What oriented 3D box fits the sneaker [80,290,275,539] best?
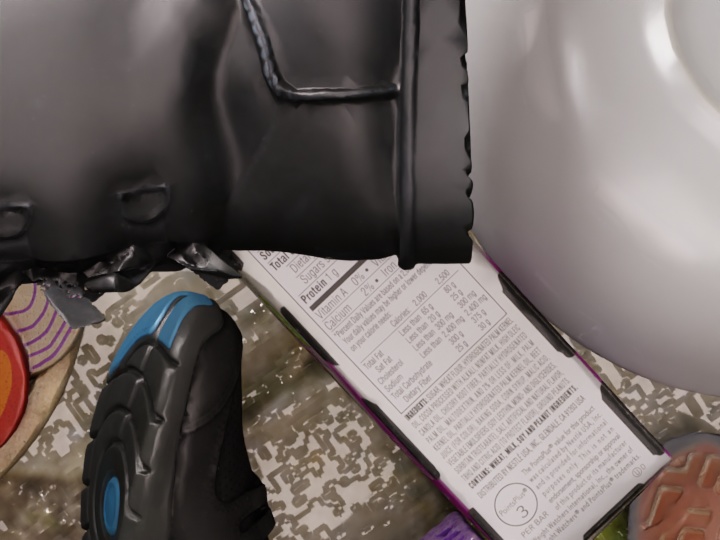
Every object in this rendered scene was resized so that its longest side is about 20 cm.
[{"bbox_3d":[-0.052,0.105,0.792,0.082,0.073,0.201,2,102,-18],"label":"sneaker"}]

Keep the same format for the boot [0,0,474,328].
[{"bbox_3d":[-0.052,-0.083,0.636,0.162,0.073,0.199,-2,94,-2],"label":"boot"}]

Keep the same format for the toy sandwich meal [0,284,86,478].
[{"bbox_3d":[-0.189,0.001,0.763,0.204,0.070,0.206,0,94,-5],"label":"toy sandwich meal"}]

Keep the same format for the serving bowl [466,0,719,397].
[{"bbox_3d":[0.126,-0.063,0.747,0.199,0.066,0.201,6,67,-14],"label":"serving bowl"}]

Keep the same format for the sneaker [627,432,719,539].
[{"bbox_3d":[0.156,0.150,0.812,0.071,0.080,0.201,-28,78,20],"label":"sneaker"}]

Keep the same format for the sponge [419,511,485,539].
[{"bbox_3d":[0.057,0.186,0.792,0.112,0.030,0.200,-45,113,-3],"label":"sponge"}]

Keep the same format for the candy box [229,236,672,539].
[{"bbox_3d":[0.000,0.000,0.747,0.061,0.136,0.200,-43,96,-2],"label":"candy box"}]
